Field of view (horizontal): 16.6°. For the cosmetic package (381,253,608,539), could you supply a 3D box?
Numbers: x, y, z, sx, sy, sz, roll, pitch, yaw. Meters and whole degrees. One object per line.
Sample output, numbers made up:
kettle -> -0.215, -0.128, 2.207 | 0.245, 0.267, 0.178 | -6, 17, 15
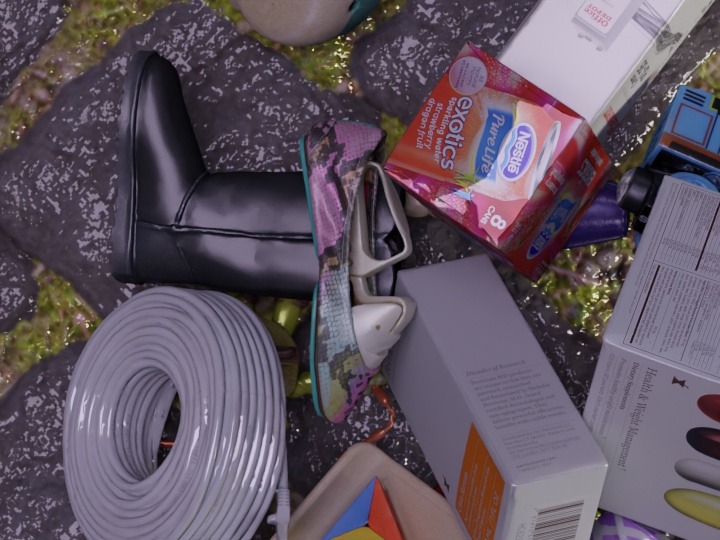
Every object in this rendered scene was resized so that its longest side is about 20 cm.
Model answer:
cosmetic package -> 0.085, 0.096, 1.634 | 0.071, 0.102, 0.201 | -10, 46, -19

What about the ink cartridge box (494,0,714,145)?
ink cartridge box -> 0.185, -0.187, 1.679 | 0.083, 0.146, 0.200 | 38, 93, 9

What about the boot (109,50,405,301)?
boot -> -0.066, -0.063, 1.700 | 0.199, 0.066, 0.166 | 5, 96, 13

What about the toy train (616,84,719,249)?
toy train -> 0.274, -0.040, 1.681 | 0.199, 0.087, 0.115 | 23, 62, 2

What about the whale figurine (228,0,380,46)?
whale figurine -> -0.052, -0.250, 1.745 | 0.200, 0.103, 0.160 | 48, 139, 29

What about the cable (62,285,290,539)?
cable -> -0.130, 0.111, 1.683 | 0.199, 0.069, 0.201 | -15, 69, 45

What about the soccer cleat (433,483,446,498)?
soccer cleat -> 0.061, 0.194, 1.718 | 0.085, 0.069, 0.200 | 43, 92, 4

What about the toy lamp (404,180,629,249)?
toy lamp -> 0.089, -0.047, 1.732 | 0.198, 0.058, 0.059 | 4, 87, 8

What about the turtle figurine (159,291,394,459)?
turtle figurine -> -0.076, 0.057, 1.743 | 0.199, 0.064, 0.162 | -6, 78, 20

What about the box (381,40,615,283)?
box -> 0.093, -0.066, 1.603 | 0.095, 0.200, 0.100 | 35, 90, 13

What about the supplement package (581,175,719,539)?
supplement package -> 0.256, 0.077, 1.611 | 0.199, 0.192, 0.148 | 19, 55, 9

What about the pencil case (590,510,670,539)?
pencil case -> 0.149, 0.256, 1.695 | 0.085, 0.084, 0.200 | 35, 96, -30

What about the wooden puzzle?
wooden puzzle -> 0.018, 0.230, 1.622 | 0.200, 0.046, 0.185 | 36, 74, 21

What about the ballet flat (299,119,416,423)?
ballet flat -> 0.000, 0.000, 1.631 | 0.071, 0.069, 0.202 | -3, 89, 17
